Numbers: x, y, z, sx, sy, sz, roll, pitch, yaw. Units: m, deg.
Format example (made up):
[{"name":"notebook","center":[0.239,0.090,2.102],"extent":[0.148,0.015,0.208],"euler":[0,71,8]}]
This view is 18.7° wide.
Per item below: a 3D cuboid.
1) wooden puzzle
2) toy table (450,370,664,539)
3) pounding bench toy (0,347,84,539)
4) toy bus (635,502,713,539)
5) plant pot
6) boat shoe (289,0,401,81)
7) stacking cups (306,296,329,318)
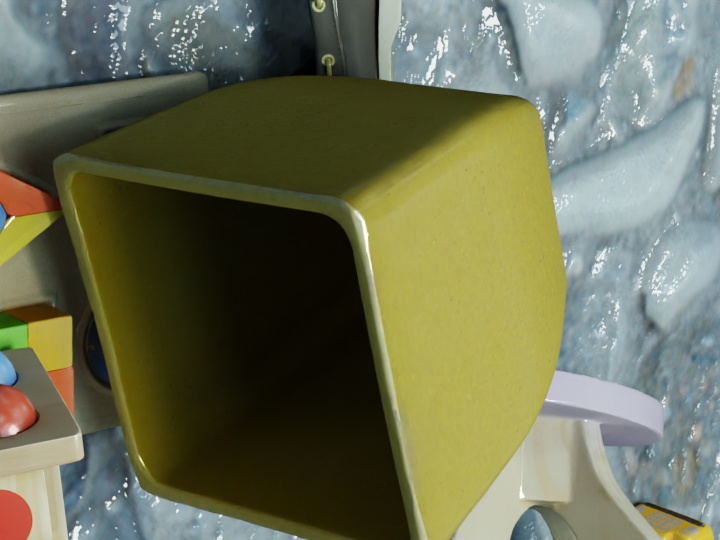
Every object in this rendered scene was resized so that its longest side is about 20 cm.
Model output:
[{"name":"wooden puzzle","center":[-0.146,0.001,1.112],"extent":[0.200,0.046,0.186],"euler":[-13,111,-42]},{"name":"toy table","center":[0.104,0.129,1.319],"extent":[0.199,0.184,0.118],"euler":[13,76,-38]},{"name":"pounding bench toy","center":[-0.231,0.128,1.006],"extent":[0.199,0.124,0.157],"euler":[-10,110,-17]},{"name":"toy bus","center":[0.202,0.268,1.518],"extent":[0.078,0.065,0.201],"euler":[-20,115,-38]},{"name":"plant pot","center":[0.000,0.000,1.097],"extent":[0.200,0.194,0.196],"euler":[-36,125,-41]},{"name":"boat shoe","center":[-0.010,-0.109,1.206],"extent":[0.060,0.072,0.202],"euler":[3,118,0]},{"name":"stacking cups","center":[0.026,0.033,1.285],"extent":[0.199,0.060,0.061],"euler":[7,97,-42]}]
